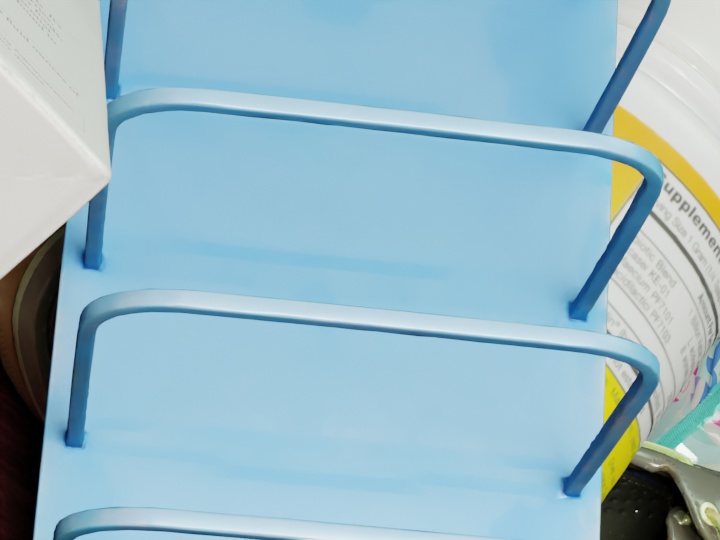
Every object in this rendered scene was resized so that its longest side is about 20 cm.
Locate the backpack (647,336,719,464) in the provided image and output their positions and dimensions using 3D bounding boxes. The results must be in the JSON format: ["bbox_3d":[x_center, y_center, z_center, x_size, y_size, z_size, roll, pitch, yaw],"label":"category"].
[{"bbox_3d":[0.070,0.062,1.030,0.151,0.178,0.200,49,12,18],"label":"backpack"}]

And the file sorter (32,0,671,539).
[{"bbox_3d":[0.001,-0.012,0.672,0.123,0.138,0.201,112,-17,-68],"label":"file sorter"}]

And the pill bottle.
[{"bbox_3d":[0.038,0.010,0.793,0.109,0.200,0.109,32,-22,14],"label":"pill bottle"}]

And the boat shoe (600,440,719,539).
[{"bbox_3d":[0.083,0.088,0.876,0.201,0.072,0.060,17,1,-10],"label":"boat shoe"}]

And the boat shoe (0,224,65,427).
[{"bbox_3d":[-0.065,0.029,0.861,0.068,0.072,0.200,31,-8,31],"label":"boat shoe"}]

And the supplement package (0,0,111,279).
[{"bbox_3d":[-0.137,-0.055,0.626,0.121,0.120,0.200,46,10,-19],"label":"supplement package"}]
